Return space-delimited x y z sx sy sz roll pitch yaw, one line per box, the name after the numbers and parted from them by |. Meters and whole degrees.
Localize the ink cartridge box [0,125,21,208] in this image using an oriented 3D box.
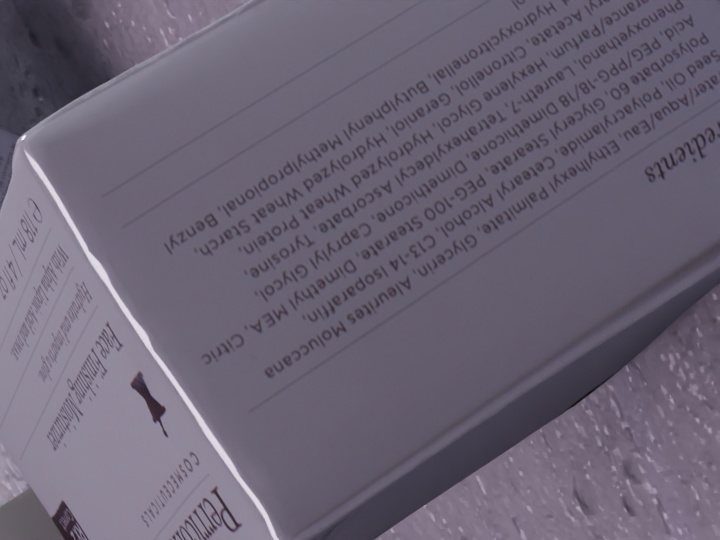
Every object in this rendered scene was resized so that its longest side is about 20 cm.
-0.193 -0.019 1.105 0.199 0.043 0.196 25 154 -24 | ink cartridge box

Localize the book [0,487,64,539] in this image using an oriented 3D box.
-0.208 0.181 1.280 0.048 0.133 0.200 52 144 12 | book

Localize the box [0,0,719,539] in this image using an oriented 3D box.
0.000 0.000 0.809 0.131 0.200 0.199 55 158 7 | box
